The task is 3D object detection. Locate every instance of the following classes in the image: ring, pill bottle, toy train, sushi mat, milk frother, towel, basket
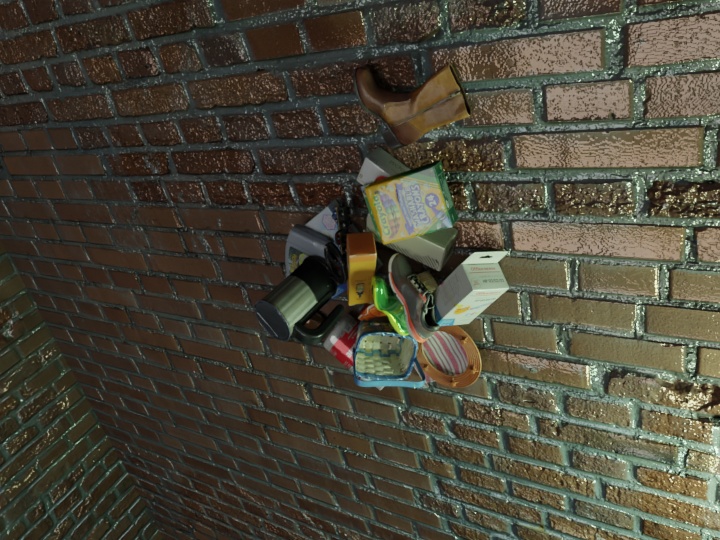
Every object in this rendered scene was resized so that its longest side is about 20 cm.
[{"bbox_3d":[0.207,0.209,1.507,0.196,0.019,0.206,21,128,28],"label":"ring"},{"bbox_3d":[0.004,0.223,1.636,0.199,0.112,0.113,40,136,4],"label":"pill bottle"},{"bbox_3d":[-0.040,-0.074,1.456,0.045,0.034,0.205,23,133,36],"label":"toy train"},{"bbox_3d":[0.123,0.064,1.506,0.197,0.012,0.097,-22,105,44],"label":"sushi mat"},{"bbox_3d":[-0.131,0.047,1.430,0.177,0.188,0.204,24,138,27],"label":"milk frother"},{"bbox_3d":[0.194,0.213,1.550,0.197,0.030,0.148,-24,104,44],"label":"towel"},{"bbox_3d":[0.057,0.213,1.485,0.170,0.202,0.143,4,122,-13],"label":"basket"}]

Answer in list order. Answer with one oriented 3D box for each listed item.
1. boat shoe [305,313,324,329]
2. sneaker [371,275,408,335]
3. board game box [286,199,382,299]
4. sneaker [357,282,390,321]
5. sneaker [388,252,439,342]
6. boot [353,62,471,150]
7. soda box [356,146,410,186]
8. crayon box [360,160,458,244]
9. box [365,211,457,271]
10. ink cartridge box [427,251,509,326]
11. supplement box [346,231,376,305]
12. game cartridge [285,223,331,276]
[{"bbox_3d":[-0.189,0.154,1.755,0.195,0.074,0.078,6,125,33],"label":"boat shoe"},{"bbox_3d":[0.085,0.072,1.406,0.082,0.076,0.200,-23,135,20],"label":"sneaker"},{"bbox_3d":[-0.069,-0.047,1.547,0.201,0.041,0.198,52,135,-6],"label":"board game box"},{"bbox_3d":[0.060,0.090,1.514,0.077,0.074,0.199,43,140,-11],"label":"sneaker"},{"bbox_3d":[0.128,0.050,1.342,0.081,0.076,0.206,-28,79,45],"label":"sneaker"},{"bbox_3d":[0.097,-0.348,1.193,0.197,0.069,0.192,-18,108,42],"label":"boot"},{"bbox_3d":[0.090,-0.177,1.322,0.198,0.064,0.069,38,135,8],"label":"soda box"},{"bbox_3d":[0.091,-0.135,1.266,0.195,0.052,0.129,-13,105,32],"label":"crayon box"},{"bbox_3d":[0.113,-0.084,1.362,0.196,0.082,0.070,27,135,20],"label":"box"},{"bbox_3d":[0.239,0.043,1.324,0.201,0.112,0.069,-52,51,45],"label":"ink cartridge box"},{"bbox_3d":[0.000,0.000,1.415,0.064,0.070,0.203,-5,143,-5],"label":"supplement box"},{"bbox_3d":[-0.134,-0.015,1.565,0.131,0.041,0.205,27,134,25],"label":"game cartridge"}]
